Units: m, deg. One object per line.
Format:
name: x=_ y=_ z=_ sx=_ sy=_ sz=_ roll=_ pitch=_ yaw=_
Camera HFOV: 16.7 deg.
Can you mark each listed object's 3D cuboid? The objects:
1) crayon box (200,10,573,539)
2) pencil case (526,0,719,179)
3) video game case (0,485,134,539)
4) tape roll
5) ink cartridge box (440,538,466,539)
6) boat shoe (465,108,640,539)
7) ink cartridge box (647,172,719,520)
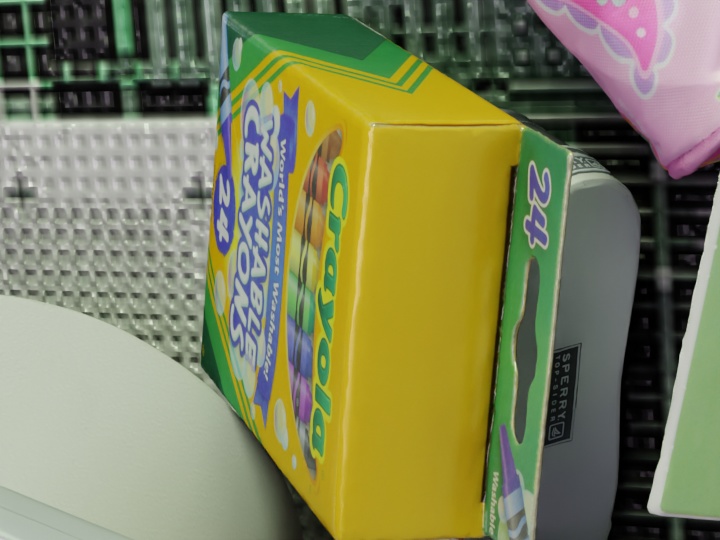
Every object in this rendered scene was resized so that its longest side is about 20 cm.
crayon box: x=0.000 y=0.000 z=0.754 sx=0.051 sy=0.200 sz=0.127 roll=-1 pitch=106 yaw=-19
pencil case: x=0.067 y=-0.122 z=0.695 sx=0.087 sy=0.087 sz=0.200 roll=-40 pitch=84 yaw=28
video game case: x=-0.050 y=0.166 z=0.727 sx=0.181 sy=0.022 sz=0.201 roll=22 pitch=131 yaw=-1
tape roll: x=-0.131 y=0.128 z=0.829 sx=0.201 sy=0.140 sz=0.204 roll=9 pitch=131 yaw=11
ink cartridge box: x=0.034 y=0.190 z=0.786 sx=0.116 sy=0.067 sz=0.201 roll=21 pitch=126 yaw=32
boat shoe: x=0.041 y=0.043 z=0.811 sx=0.068 sy=0.071 sz=0.201 roll=44 pitch=138 yaw=48
ink cartridge box: x=0.184 y=0.005 z=0.684 sx=0.198 sy=0.048 sz=0.147 roll=7 pitch=108 yaw=-8
